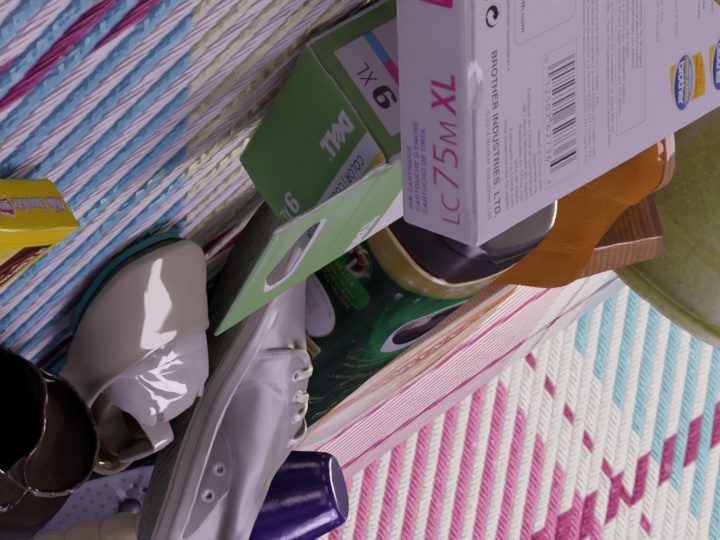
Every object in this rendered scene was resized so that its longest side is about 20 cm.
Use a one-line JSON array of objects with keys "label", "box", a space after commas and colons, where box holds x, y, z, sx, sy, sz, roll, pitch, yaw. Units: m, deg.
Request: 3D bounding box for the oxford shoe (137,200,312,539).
[{"label": "oxford shoe", "box": [-0.048, 0.052, 1.186, 0.075, 0.057, 0.201, -107, -145, -68]}]

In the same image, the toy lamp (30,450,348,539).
[{"label": "toy lamp", "box": [-0.104, 0.128, 1.272, 0.199, 0.059, 0.058, -14, 178, 13]}]

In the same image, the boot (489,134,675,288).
[{"label": "boot", "box": [0.088, -0.055, 1.365, 0.143, 0.071, 0.202, -9, 142, -3]}]

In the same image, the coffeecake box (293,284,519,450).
[{"label": "coffeecake box", "box": [0.006, 0.033, 1.537, 0.153, 0.073, 0.200, -34, 173, -21]}]

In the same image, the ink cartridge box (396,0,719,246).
[{"label": "ink cartridge box", "box": [0.089, -0.100, 0.933, 0.199, 0.042, 0.120, -27, 126, -39]}]

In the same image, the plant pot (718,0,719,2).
[{"label": "plant pot", "box": [0.160, -0.126, 0.699, 0.200, 0.189, 0.201, -34, 172, -6]}]

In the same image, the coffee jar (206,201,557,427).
[{"label": "coffee jar", "box": [0.000, 0.000, 1.244, 0.200, 0.086, 0.104, -39, 168, 34]}]

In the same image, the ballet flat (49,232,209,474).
[{"label": "ballet flat", "box": [-0.099, 0.045, 1.159, 0.069, 0.070, 0.200, -32, 172, -25]}]

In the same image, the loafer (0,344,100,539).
[{"label": "loafer", "box": [-0.148, 0.068, 1.045, 0.071, 0.073, 0.200, -35, 173, 15]}]

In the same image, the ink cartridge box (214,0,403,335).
[{"label": "ink cartridge box", "box": [0.016, -0.063, 1.004, 0.199, 0.059, 0.104, -33, 171, -27]}]

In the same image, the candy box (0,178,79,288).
[{"label": "candy box", "box": [-0.190, 0.037, 0.846, 0.200, 0.026, 0.102, -38, 169, 15]}]

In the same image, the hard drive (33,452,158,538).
[{"label": "hard drive", "box": [-0.141, 0.174, 1.383, 0.134, 0.042, 0.201, -14, 130, -3]}]

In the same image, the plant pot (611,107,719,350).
[{"label": "plant pot", "box": [0.234, -0.080, 1.506, 0.184, 0.200, 0.200, -51, 167, 23]}]
